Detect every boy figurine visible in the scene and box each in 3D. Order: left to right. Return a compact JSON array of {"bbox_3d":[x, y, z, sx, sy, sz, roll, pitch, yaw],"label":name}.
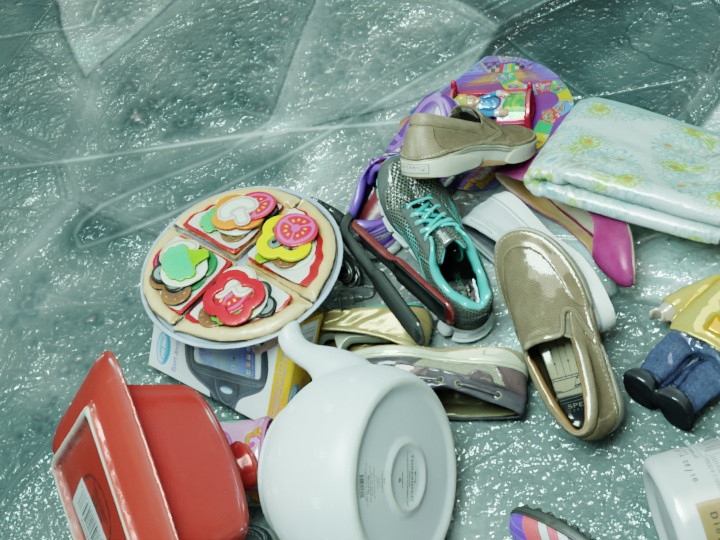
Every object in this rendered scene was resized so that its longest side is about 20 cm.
[{"bbox_3d":[0.328,0.051,0.915,0.200,0.064,0.124,-45,54,-13],"label":"boy figurine"}]

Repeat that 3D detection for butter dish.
[{"bbox_3d":[-0.152,0.177,0.833,0.148,0.199,0.200,-10,66,-36],"label":"butter dish"}]

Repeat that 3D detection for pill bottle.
[{"bbox_3d":[0.334,0.175,0.794,0.199,0.114,0.115,-17,53,4],"label":"pill bottle"}]

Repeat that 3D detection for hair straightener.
[{"bbox_3d":[0.000,0.000,0.981,0.077,0.041,0.200,-34,63,-17],"label":"hair straightener"}]

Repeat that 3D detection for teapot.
[{"bbox_3d":[-0.019,0.177,0.866,0.146,0.198,0.200,-6,39,34],"label":"teapot"}]

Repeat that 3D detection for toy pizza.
[{"bbox_3d":[-0.116,-0.012,0.969,0.200,0.032,0.201,-6,50,8],"label":"toy pizza"}]

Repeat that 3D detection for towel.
[{"bbox_3d":[0.280,-0.103,0.996,0.200,0.048,0.171,18,36,20],"label":"towel"}]

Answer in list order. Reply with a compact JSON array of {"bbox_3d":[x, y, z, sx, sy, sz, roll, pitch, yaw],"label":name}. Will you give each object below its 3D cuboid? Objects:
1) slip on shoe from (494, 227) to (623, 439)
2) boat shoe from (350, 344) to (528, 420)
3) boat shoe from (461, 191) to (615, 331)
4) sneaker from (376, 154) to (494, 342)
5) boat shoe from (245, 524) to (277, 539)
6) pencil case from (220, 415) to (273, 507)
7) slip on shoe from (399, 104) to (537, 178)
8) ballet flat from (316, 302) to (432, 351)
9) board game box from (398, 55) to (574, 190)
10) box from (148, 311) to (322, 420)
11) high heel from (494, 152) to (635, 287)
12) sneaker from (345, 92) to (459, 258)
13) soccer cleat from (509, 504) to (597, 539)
[{"bbox_3d":[0.168,0.054,0.901,0.076,0.061,0.200,-25,78,33],"label":"slip on shoe"},{"bbox_3d":[0.057,0.112,0.945,0.199,0.072,0.065,-3,51,7],"label":"boat shoe"},{"bbox_3d":[0.166,-0.003,0.989,0.068,0.072,0.200,-29,54,-10],"label":"boat shoe"},{"bbox_3d":[0.079,-0.031,0.984,0.077,0.091,0.200,-26,79,-9],"label":"sneaker"},{"bbox_3d":[-0.173,0.265,0.908,0.199,0.062,0.075,-13,52,6],"label":"boat shoe"},{"bbox_3d":[-0.170,0.183,0.951,0.199,0.088,0.088,-7,55,13],"label":"pencil case"},{"bbox_3d":[0.111,-0.135,1.016,0.076,0.061,0.200,9,18,43],"label":"slip on shoe"},{"bbox_3d":[-0.029,0.067,1.003,0.199,0.069,0.063,-4,63,14],"label":"ballet flat"},{"bbox_3d":[0.139,-0.179,1.139,0.200,0.039,0.158,-37,55,-10],"label":"board game box"},{"bbox_3d":[-0.136,0.065,1.006,0.200,0.119,0.041,21,21,26],"label":"box"},{"bbox_3d":[0.203,-0.050,1.010,0.096,0.067,0.200,-11,48,-4],"label":"high heel"},{"bbox_3d":[0.049,-0.107,1.074,0.080,0.083,0.200,22,74,25],"label":"sneaker"},{"bbox_3d":[0.189,0.264,0.807,0.200,0.068,0.073,34,75,29],"label":"soccer cleat"}]
